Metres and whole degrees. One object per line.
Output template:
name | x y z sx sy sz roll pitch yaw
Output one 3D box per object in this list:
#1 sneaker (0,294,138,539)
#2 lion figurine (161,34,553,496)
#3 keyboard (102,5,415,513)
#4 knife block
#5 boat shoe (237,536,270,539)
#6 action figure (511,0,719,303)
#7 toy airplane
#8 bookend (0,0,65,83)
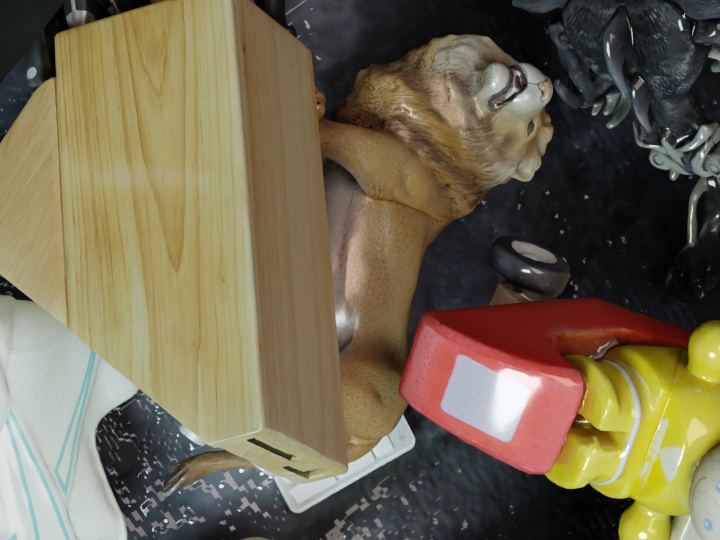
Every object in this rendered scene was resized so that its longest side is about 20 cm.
sneaker | -0.121 0.108 0.761 0.080 0.070 0.202 12 83 -23
lion figurine | 0.000 0.000 0.810 0.122 0.072 0.201 24 83 -40
keyboard | -0.046 -0.009 0.827 0.056 0.011 0.201 -29 98 -20
knife block | -0.046 -0.052 0.736 0.176 0.200 0.064 -56 149 2
boat shoe | -0.070 0.177 0.756 0.200 0.066 0.074 -50 138 -29
action figure | 0.132 -0.078 0.834 0.102 0.118 0.201 -54 131 -33
toy airplane | 0.135 0.064 0.791 0.198 0.141 0.201 -27 115 0
bookend | -0.145 -0.191 0.680 0.200 0.092 0.199 40 97 11
